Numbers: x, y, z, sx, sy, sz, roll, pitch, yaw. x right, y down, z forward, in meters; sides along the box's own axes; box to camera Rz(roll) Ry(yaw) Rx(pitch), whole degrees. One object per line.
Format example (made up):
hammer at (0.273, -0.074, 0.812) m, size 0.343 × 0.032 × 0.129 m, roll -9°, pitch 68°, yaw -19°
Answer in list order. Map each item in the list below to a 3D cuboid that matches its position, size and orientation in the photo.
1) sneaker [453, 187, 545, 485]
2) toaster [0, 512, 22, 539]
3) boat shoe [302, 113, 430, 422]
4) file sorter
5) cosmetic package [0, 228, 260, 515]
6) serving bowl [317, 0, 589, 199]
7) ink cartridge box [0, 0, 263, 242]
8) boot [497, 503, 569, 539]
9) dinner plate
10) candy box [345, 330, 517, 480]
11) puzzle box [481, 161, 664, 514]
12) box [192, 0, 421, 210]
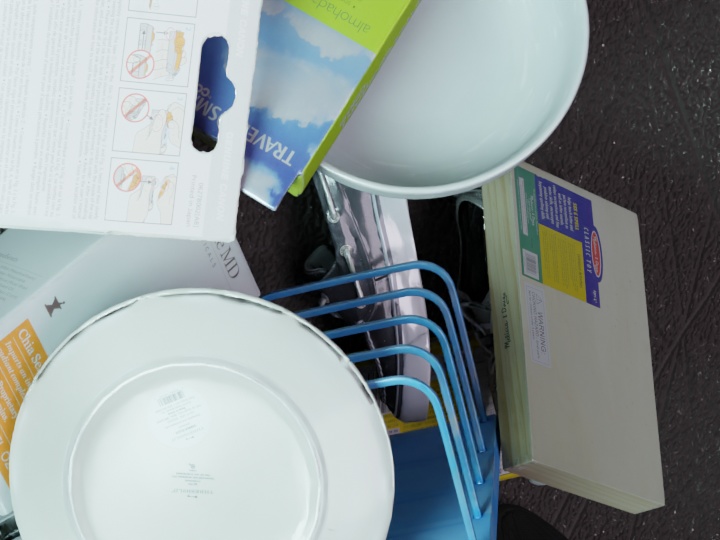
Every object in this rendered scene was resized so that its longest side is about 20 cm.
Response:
sneaker at (0.090, 0.037, 1.596) m, size 0.082 × 0.075 × 0.200 m, roll 5°, pitch 70°, yaw -45°
toaster at (-0.144, 0.189, 1.416) m, size 0.200 × 0.114 × 0.129 m, roll -27°, pitch 116°, yaw -32°
boat shoe at (0.000, 0.000, 1.527) m, size 0.068 × 0.072 × 0.200 m, roll -10°, pitch 111°, yaw -3°
file sorter at (-0.004, 0.090, 1.423) m, size 0.200 × 0.139 × 0.123 m, roll -78°, pitch 154°, yaw -70°
cosmetic package at (-0.159, 0.027, 1.380) m, size 0.200 × 0.071 × 0.101 m, roll -42°, pitch 128°, yaw -28°
serving bowl at (0.028, -0.130, 1.462) m, size 0.200 × 0.200 × 0.066 m, roll -57°, pitch 175°, yaw -15°
ink cartridge box at (-0.156, -0.101, 1.317) m, size 0.200 × 0.050 × 0.161 m, roll 3°, pitch 100°, yaw -25°
boot at (0.114, 0.274, 1.701) m, size 0.073 × 0.204 × 0.154 m, roll -20°, pitch 158°, yaw -46°
dinner plate at (-0.083, 0.109, 1.308) m, size 0.024 × 0.200 × 0.200 m, roll -66°, pitch 164°, yaw -81°
candy box at (0.036, 0.095, 1.619) m, size 0.200 × 0.026 × 0.102 m, roll -8°, pitch 108°, yaw -42°
puzzle box at (0.130, 0.040, 1.556) m, size 0.133 × 0.025 × 0.200 m, roll 22°, pitch 57°, yaw -43°
box at (-0.045, -0.137, 1.401) m, size 0.200 × 0.122 × 0.048 m, roll -58°, pitch 174°, yaw -15°
